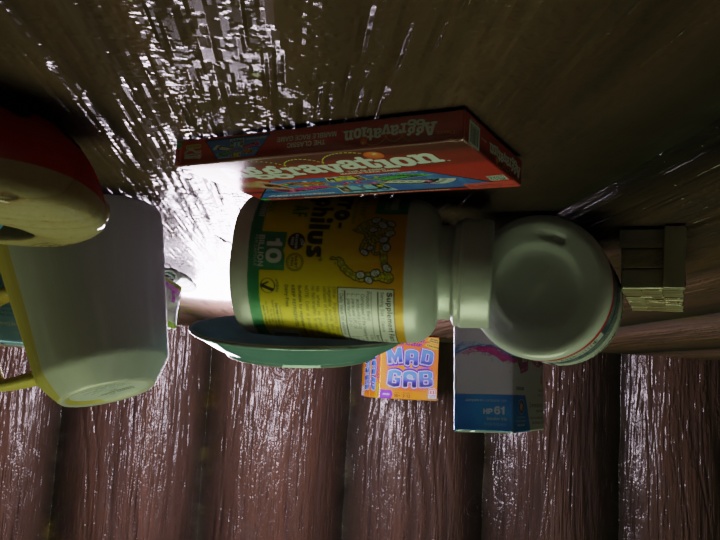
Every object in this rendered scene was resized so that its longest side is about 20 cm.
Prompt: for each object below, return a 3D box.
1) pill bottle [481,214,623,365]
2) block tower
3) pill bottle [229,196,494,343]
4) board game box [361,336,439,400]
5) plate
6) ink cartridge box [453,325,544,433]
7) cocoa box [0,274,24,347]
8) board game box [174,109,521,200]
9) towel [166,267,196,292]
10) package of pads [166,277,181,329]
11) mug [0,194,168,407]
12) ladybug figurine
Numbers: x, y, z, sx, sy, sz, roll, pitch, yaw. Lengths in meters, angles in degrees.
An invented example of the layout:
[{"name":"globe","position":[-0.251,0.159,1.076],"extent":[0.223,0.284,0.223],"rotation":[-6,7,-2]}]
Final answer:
[{"name":"pill bottle","position":[0.179,0.026,0.754],"extent":[0.118,0.122,0.200],"rotation":[1,172,21]},{"name":"block tower","position":[0.280,0.003,0.781],"extent":[0.057,0.055,0.200],"rotation":[0,171,20]},{"name":"pill bottle","position":[0.005,-0.001,0.651],"extent":[0.197,0.115,0.113],"rotation":[3,173,9]},{"name":"board game box","position":[0.127,0.314,2.662],"extent":[0.197,0.204,0.200],"rotation":[5,173,-16]},{"name":"plate","position":[-0.052,0.061,0.723],"extent":[0.197,0.026,0.200],"rotation":[2,-176,0]},{"name":"ink cartridge box","position":[0.184,0.109,1.081],"extent":[0.083,0.204,0.144],"rotation":[-5,170,27]},{"name":"cocoa box","position":[-0.365,0.012,0.852],"extent":[0.198,0.134,0.133],"rotation":[8,171,-33]},{"name":"board game box","position":[-0.008,-0.068,0.519],"extent":[0.197,0.020,0.103],"rotation":[0,170,29]},{"name":"towel","position":[-0.342,0.018,1.292],"extent":[0.147,0.031,0.200],"rotation":[5,173,-3]},{"name":"package of pads","position":[-0.343,0.026,1.094],"extent":[0.152,0.069,0.200],"rotation":[1,163,17]},{"name":"mug","position":[-0.247,0.042,0.738],"extent":[0.148,0.155,0.186],"rotation":[-2,159,-41]},{"name":"ladybug figurine","position":[-0.235,-0.061,0.468],"extent":[0.134,0.073,0.198],"rotation":[-4,169,42]}]
